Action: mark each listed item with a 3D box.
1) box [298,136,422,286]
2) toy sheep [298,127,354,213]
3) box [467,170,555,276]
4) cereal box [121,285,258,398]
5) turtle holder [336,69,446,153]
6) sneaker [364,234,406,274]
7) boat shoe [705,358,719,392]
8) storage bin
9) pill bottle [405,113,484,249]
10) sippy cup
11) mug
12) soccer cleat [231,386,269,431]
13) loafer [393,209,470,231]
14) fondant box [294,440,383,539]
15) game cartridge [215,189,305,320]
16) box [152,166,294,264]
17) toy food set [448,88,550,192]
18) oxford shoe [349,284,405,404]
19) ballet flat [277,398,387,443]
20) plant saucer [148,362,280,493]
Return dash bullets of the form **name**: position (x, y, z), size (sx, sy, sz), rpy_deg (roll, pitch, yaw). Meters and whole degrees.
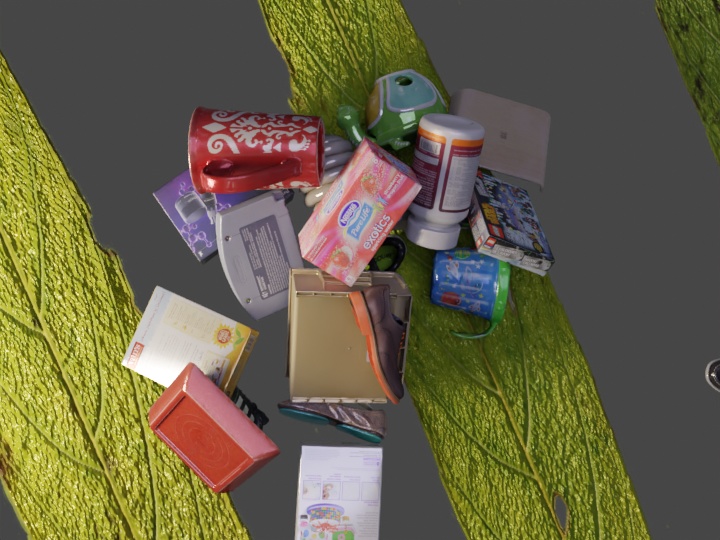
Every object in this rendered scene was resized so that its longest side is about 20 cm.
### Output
- **box**: position (-0.004, -0.094, 1.275), size (0.102, 0.095, 0.201), rpy_deg (31, 106, -20)
- **toy sheep**: position (-0.049, -0.159, 1.374), size (0.136, 0.138, 0.203), rpy_deg (-20, 89, -9)
- **box**: position (0.246, -0.088, 1.377), size (0.135, 0.202, 0.040), rpy_deg (18, 127, -21)
- **cereal box**: position (-0.283, 0.128, 1.330), size (0.197, 0.040, 0.146), rpy_deg (22, 82, 20)
- **turtle holder**: position (0.059, -0.267, 1.401), size (0.182, 0.141, 0.134), rpy_deg (-17, 89, 12)
- **sneaker**: position (0.000, 0.000, 1.391), size (0.198, 0.087, 0.074), rpy_deg (-32, 91, -9)
- **boat shoe**: position (0.743, 0.210, 1.494), size (0.197, 0.060, 0.075), rpy_deg (18, 84, -6)
- **storage bin**: position (-0.023, 0.109, 1.339), size (0.194, 0.094, 0.204), rpy_deg (2, 111, -9)
- **pill bottle**: position (0.134, -0.145, 1.320), size (0.107, 0.110, 0.203), rpy_deg (6, 114, -7)
- **sippy cup**: position (0.188, 0.016, 1.403), size (0.128, 0.141, 0.181), rpy_deg (7, 58, 3)
- **mug**: position (-0.159, -0.168, 1.257), size (0.196, 0.134, 0.180), rpy_deg (1, 61, 3)
- **soccer cleat**: position (-0.205, 0.240, 1.363), size (0.080, 0.067, 0.203), rpy_deg (-20, 90, -26)
- **loafer**: position (0.115, -0.089, 1.424), size (0.196, 0.070, 0.071), rpy_deg (-10, 79, -9)
- **fondant box**: position (-0.038, 0.398, 1.372), size (0.141, 0.058, 0.204), rpy_deg (4, 84, -8)
- **game cartridge**: position (-0.167, -0.023, 1.350), size (0.131, 0.041, 0.203), rpy_deg (-24, 118, -20)
- **box**: position (-0.232, -0.126, 1.375), size (0.199, 0.079, 0.142), rpy_deg (-37, 94, -9)
- **toy food set**: position (0.251, -0.235, 1.467), size (0.196, 0.060, 0.146), rpy_deg (14, 73, -8)
- **oxford shoe**: position (0.044, 0.118, 1.265), size (0.071, 0.071, 0.203), rpy_deg (-20, 113, -5)
- **ballet flat**: position (-0.045, 0.240, 1.387), size (0.197, 0.068, 0.068), rpy_deg (20, 64, -12)
- **plant saucer**: position (-0.248, 0.267, 1.290), size (0.200, 0.200, 0.037), rpy_deg (44, 44, -2)
